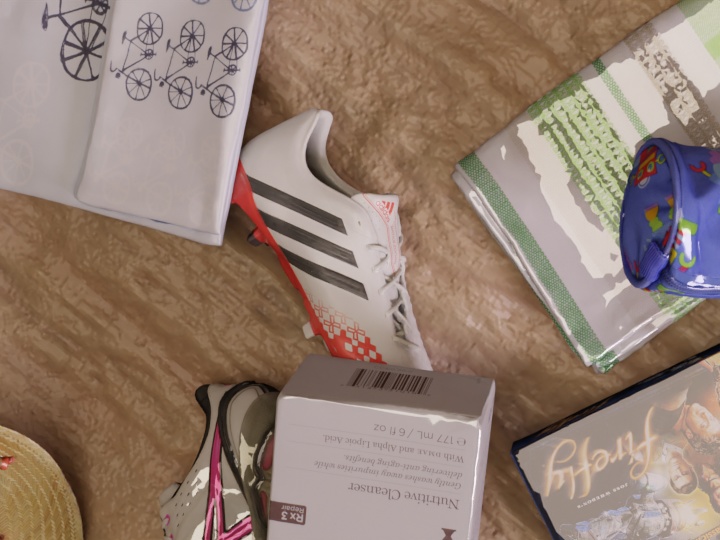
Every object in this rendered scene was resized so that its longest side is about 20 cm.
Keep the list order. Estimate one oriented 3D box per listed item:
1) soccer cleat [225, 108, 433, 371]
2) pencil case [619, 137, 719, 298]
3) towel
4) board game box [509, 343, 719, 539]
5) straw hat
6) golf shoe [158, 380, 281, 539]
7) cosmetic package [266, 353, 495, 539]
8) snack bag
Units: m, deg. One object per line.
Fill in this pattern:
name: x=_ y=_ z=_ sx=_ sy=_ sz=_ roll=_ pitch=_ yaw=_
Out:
soccer cleat: x=0.000 y=0.000 z=0.841 sx=0.085 sy=0.069 sz=0.201 roll=-36 pitch=83 yaw=19
pencil case: x=0.237 y=-0.015 z=0.764 sx=0.198 sy=0.087 sz=0.078 roll=8 pitch=140 yaw=-5
towel: x=0.169 y=-0.055 z=0.824 sx=0.199 sy=0.031 sz=0.150 roll=-36 pitch=88 yaw=11
board game box: x=0.204 y=0.118 z=0.828 sx=0.199 sy=0.035 sz=0.136 roll=-28 pitch=89 yaw=11
straw hat: x=-0.271 y=0.156 z=0.890 sx=0.085 sy=0.200 sz=0.202 roll=40 pitch=103 yaw=47
golf shoe: x=-0.080 y=0.166 z=0.872 sx=0.091 sy=0.073 sz=0.202 roll=15 pitch=89 yaw=23
cosmetic package: x=0.007 y=0.156 z=0.792 sx=0.112 sy=0.081 sz=0.202 roll=6 pitch=103 yaw=10
snack bag: x=-0.149 y=-0.127 z=0.860 sx=0.198 sy=0.021 sz=0.190 roll=14 pitch=97 yaw=23
